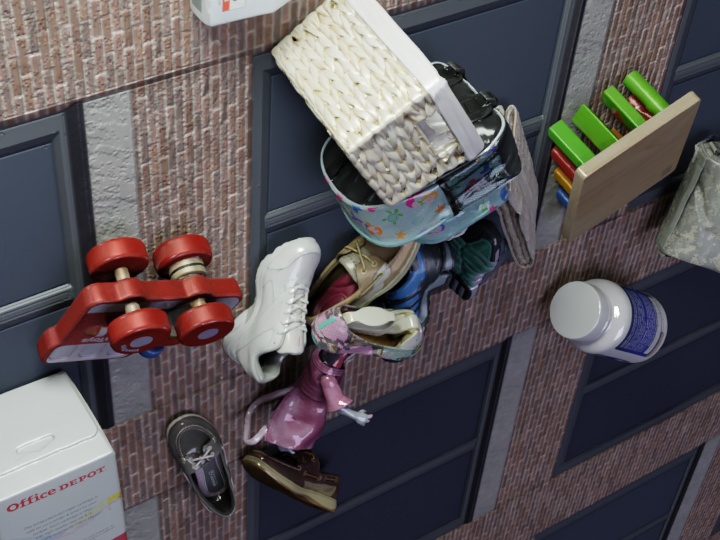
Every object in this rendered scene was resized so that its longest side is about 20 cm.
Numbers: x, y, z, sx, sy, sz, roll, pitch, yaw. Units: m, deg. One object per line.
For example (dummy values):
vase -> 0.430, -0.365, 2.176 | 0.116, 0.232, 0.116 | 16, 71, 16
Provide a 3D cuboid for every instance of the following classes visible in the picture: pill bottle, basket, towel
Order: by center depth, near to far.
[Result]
basket -> 0.014, -0.182, 1.305 | 0.123, 0.200, 0.136 | -37, 144, 4
towel -> 0.203, -0.108, 1.621 | 0.034, 0.133, 0.200 | -2, 149, 18
pill bottle -> 0.388, 0.077, 1.974 | 0.200, 0.120, 0.120 | 15, 116, -50

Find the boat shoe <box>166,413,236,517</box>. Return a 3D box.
boat shoe -> -0.203, 0.261, 1.668 | 0.067, 0.057, 0.200 | -31, 143, -14

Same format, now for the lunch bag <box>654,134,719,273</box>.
lunch bag -> 0.563, -0.101, 1.942 | 0.167, 0.139, 0.200 | 4, 123, -25

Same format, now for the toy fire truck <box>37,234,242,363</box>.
toy fire truck -> -0.242, 0.049, 1.394 | 0.200, 0.112, 0.168 | -3, 153, -40

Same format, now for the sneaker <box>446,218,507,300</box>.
sneaker -> 0.166, -0.035, 1.681 | 0.088, 0.074, 0.200 | -40, 170, -21

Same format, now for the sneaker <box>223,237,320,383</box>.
sneaker -> -0.089, 0.054, 1.526 | 0.078, 0.099, 0.200 | 0, 127, -43

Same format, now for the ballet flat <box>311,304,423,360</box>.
ballet flat -> 0.028, 0.073, 1.572 | 0.200, 0.069, 0.071 | 6, 151, -45

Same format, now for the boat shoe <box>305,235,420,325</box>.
boat shoe -> 0.000, 0.000, 1.576 | 0.200, 0.074, 0.066 | -51, 148, 12

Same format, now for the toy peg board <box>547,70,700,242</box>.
toy peg board -> 0.345, -0.167, 1.730 | 0.200, 0.098, 0.199 | -33, 159, -11

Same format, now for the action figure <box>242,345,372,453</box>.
action figure -> -0.059, 0.141, 1.648 | 0.149, 0.134, 0.200 | 11, 134, -17

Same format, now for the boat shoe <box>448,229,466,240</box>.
boat shoe -> 0.113, -0.076, 1.561 | 0.200, 0.072, 0.069 | -41, 115, -48

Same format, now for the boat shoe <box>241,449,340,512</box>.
boat shoe -> -0.093, 0.287, 1.802 | 0.200, 0.072, 0.072 | 37, 68, -43

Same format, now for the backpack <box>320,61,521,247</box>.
backpack -> 0.062, -0.120, 1.427 | 0.200, 0.178, 0.151 | -31, 138, -8

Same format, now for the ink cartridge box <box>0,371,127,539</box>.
ink cartridge box -> -0.365, 0.246, 1.429 | 0.145, 0.145, 0.200 | -21, 140, -25

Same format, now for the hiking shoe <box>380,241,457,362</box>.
hiking shoe -> 0.052, 0.035, 1.678 | 0.087, 0.074, 0.200 | 8, 119, -26

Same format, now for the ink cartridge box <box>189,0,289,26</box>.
ink cartridge box -> -0.066, -0.329, 1.200 | 0.200, 0.050, 0.162 | -17, 137, -26
